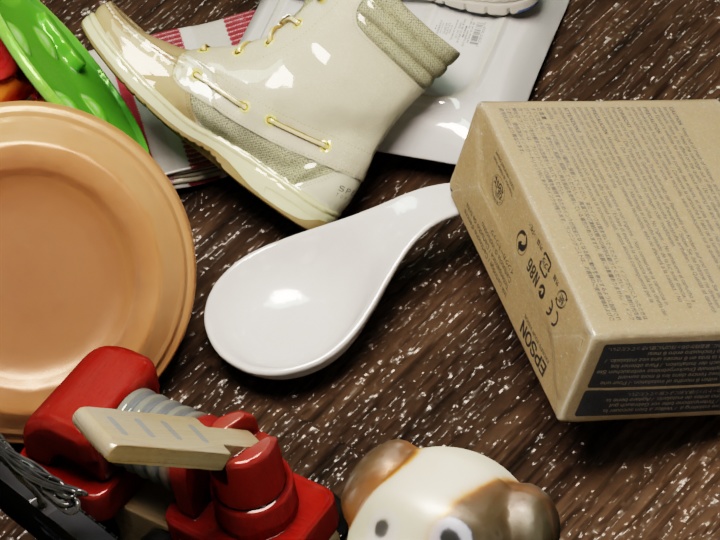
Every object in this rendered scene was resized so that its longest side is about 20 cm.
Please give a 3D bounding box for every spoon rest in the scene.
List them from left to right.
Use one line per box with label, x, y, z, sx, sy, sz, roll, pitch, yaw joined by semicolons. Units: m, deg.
spoon rest;0.000;0.000;1.692;0.200;0.061;0.099;-26;49;-15

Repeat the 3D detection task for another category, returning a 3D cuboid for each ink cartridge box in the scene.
ink cartridge box;0.161;-0.009;1.630;0.164;0.075;0.200;0;43;-22

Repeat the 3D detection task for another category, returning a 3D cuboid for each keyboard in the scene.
keyboard;-0.158;0.126;1.493;0.200;0.127;0.021;32;70;33

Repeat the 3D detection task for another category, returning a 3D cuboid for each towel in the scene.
towel;-0.102;-0.109;1.836;0.199;0.023;0.144;-14;45;-6

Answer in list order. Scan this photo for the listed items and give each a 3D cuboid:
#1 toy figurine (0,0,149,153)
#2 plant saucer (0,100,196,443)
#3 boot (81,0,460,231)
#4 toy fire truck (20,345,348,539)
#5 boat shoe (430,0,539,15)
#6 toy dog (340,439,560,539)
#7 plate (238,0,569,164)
toy figurine;-0.260;-0.086;1.743;0.184;0.150;0.200;-37;85;10
plant saucer;-0.193;0.003;1.643;0.200;0.201;0.037;-16;8;-6
boot;-0.056;-0.138;1.740;0.200;0.072;0.155;38;98;4
toy fire truck;-0.112;0.100;1.523;0.176;0.200;0.129;23;55;27
boat shoe;0.021;-0.218;1.821;0.199;0.073;0.072;6;43;8
toy dog;0.051;0.175;1.427;0.139;0.200;0.194;27;58;29
plate;0.019;-0.152;1.828;0.199;0.032;0.200;11;44;13
